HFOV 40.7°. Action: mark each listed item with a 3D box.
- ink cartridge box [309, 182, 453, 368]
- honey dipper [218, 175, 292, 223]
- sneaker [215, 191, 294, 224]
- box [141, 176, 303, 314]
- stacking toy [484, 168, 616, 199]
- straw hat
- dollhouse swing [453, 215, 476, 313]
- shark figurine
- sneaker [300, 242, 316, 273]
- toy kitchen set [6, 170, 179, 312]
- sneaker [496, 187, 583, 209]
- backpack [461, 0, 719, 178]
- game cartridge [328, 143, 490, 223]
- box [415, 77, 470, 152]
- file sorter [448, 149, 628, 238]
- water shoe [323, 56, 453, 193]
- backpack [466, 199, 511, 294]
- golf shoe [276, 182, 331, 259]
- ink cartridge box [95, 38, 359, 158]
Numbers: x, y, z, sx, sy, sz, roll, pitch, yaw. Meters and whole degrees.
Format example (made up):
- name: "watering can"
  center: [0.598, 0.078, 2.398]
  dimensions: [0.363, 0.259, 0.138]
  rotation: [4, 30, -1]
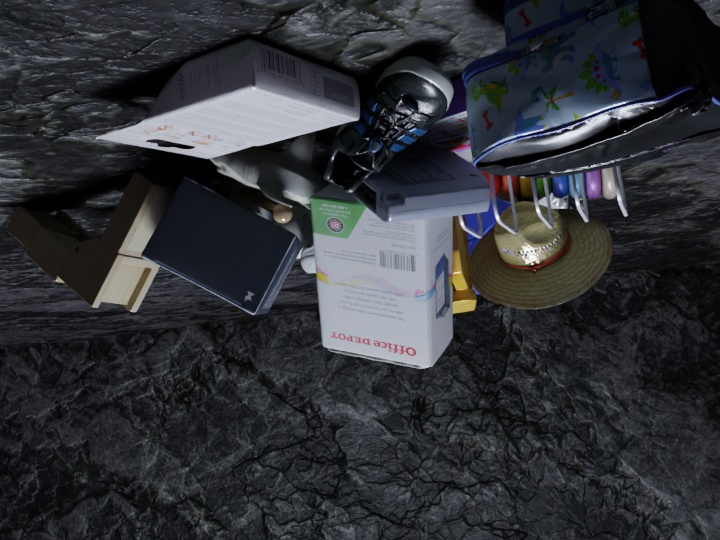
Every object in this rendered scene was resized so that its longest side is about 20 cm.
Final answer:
- name: "ink cartridge box"
  center: [0.028, 0.001, 1.134]
  dimensions: [0.145, 0.200, 0.088]
  rotation: [9, -153, 25]
- name: "honey dipper"
  center: [-0.124, -0.084, 1.169]
  dimensions: [0.038, 0.038, 0.200]
  rotation: [-3, -164, -26]
- name: "sneaker"
  center: [-0.187, -0.082, 1.336]
  dimensions: [0.200, 0.075, 0.089]
  rotation: [-9, 153, -8]
- name: "box"
  center: [-0.162, -0.025, 1.191]
  dimensions: [0.148, 0.107, 0.200]
  rotation: [28, 178, -1]
- name: "stacking toy"
  center: [0.239, -0.126, 1.298]
  dimensions: [0.200, 0.085, 0.085]
  rotation: [-7, 172, 9]
- name: "straw hat"
  center: [0.226, -0.045, 1.291]
  dimensions: [0.201, 0.201, 0.085]
  rotation: [-10, 133, 20]
- name: "dollhouse swing"
  center: [0.067, -0.051, 1.283]
  dimensions: [0.182, 0.200, 0.176]
  rotation: [-11, 165, 24]
- name: "shark figurine"
  center: [-0.064, -0.119, 1.136]
  dimensions: [0.214, 0.090, 0.128]
  rotation: [13, -166, -46]
- name: "sneaker"
  center: [0.000, 0.000, 1.244]
  dimensions: [0.200, 0.099, 0.078]
  rotation: [-6, -174, 44]
- name: "toy kitchen set"
  center: [-0.320, -0.066, 1.297]
  dimensions: [0.200, 0.181, 0.163]
  rotation: [35, -169, 29]
- name: "sneaker"
  center: [0.262, -0.124, 1.426]
  dimensions: [0.200, 0.075, 0.081]
  rotation: [4, 180, -42]
- name: "backpack"
  center: [0.186, -0.156, 0.787]
  dimensions: [0.200, 0.147, 0.183]
  rotation: [-17, 169, 34]
- name: "game cartridge"
  center: [0.057, -0.101, 1.070]
  dimensions: [0.133, 0.040, 0.200]
  rotation: [-11, -155, -16]
- name: "box"
  center: [0.144, -0.174, 1.020]
  dimensions: [0.200, 0.039, 0.137]
  rotation: [-13, 170, 38]
- name: "file sorter"
  center: [0.217, -0.118, 1.186]
  dimensions: [0.200, 0.125, 0.139]
  rotation: [-9, 172, 18]
- name: "water shoe"
  center: [0.026, -0.133, 0.952]
  dimensions: [0.071, 0.079, 0.200]
  rotation: [28, 155, -12]
- name: "backpack"
  center: [0.233, -0.047, 1.583]
  dimensions: [0.200, 0.168, 0.162]
  rotation: [-5, 180, -44]
- name: "golf shoe"
  center: [-0.053, -0.077, 1.285]
  dimensions: [0.200, 0.078, 0.097]
  rotation: [-34, 175, 23]
- name: "ink cartridge box"
  center: [-0.126, -0.155, 0.921]
  dimensions: [0.200, 0.050, 0.161]
  rotation: [-7, 174, 33]
